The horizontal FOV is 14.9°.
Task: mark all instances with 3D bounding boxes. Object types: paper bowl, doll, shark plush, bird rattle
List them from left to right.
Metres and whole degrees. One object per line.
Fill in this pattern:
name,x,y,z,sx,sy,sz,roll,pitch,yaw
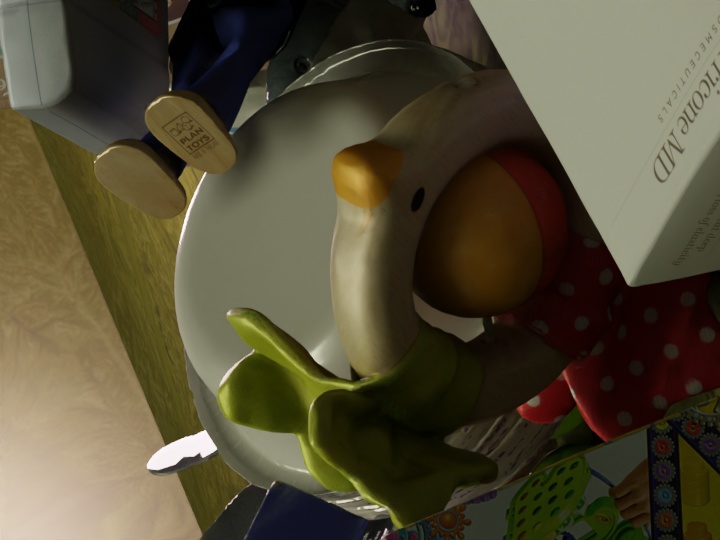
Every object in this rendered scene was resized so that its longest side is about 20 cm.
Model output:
doll,-0.050,-0.115,1.190,0.048,0.200,0.136,37,133,-17
shark plush,-0.018,-0.163,1.274,0.091,0.083,0.201,86,173,-77
paper bowl,0.000,0.000,1.161,0.104,0.201,0.201,20,-151,-42
bird rattle,0.053,0.008,0.993,0.113,0.199,0.164,35,137,50

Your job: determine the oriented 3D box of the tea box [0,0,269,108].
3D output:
tea box,-0.142,-0.188,1.394,0.197,0.199,0.134,-86,-15,-56

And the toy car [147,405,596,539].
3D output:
toy car,0.004,0.079,1.293,0.164,0.199,0.158,53,167,56

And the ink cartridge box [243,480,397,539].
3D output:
ink cartridge box,0.013,0.203,1.070,0.199,0.200,0.041,23,165,8

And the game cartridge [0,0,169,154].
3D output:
game cartridge,-0.122,-0.158,1.200,0.133,0.041,0.201,23,-117,-68

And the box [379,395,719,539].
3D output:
box,0.103,0.122,0.936,0.200,0.192,0.122,120,128,-75

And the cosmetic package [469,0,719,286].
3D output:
cosmetic package,0.087,-0.109,0.820,0.200,0.081,0.113,64,148,31

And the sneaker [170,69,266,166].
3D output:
sneaker,-0.024,-0.070,1.355,0.199,0.072,0.073,9,125,35
